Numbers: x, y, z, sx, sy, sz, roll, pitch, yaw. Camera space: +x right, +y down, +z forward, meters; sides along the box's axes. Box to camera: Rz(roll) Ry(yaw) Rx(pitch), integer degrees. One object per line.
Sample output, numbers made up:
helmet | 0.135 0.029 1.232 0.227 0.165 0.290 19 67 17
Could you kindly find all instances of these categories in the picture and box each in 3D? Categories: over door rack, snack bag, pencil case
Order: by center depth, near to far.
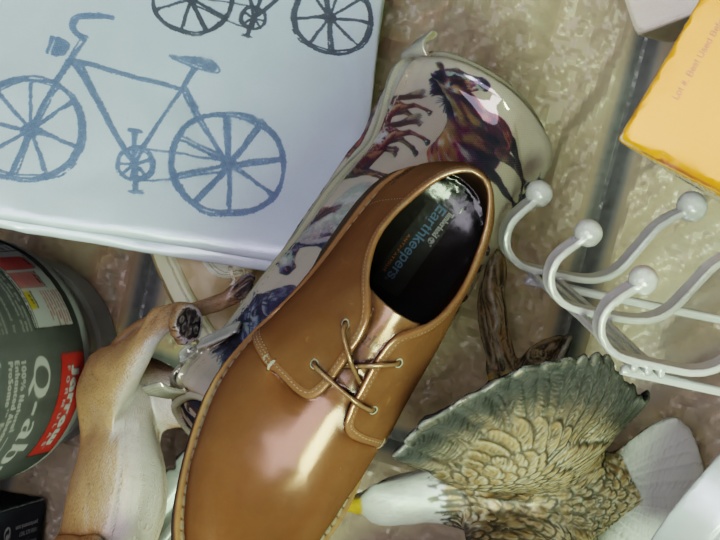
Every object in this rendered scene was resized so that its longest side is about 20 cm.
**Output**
over door rack | 0.165 0.024 1.008 0.200 0.148 0.067 24 99 -17
pencil case | 0.000 0.000 1.058 0.089 0.078 0.200 42 72 -25
snack bag | -0.084 -0.104 1.130 0.188 0.021 0.200 8 74 -1

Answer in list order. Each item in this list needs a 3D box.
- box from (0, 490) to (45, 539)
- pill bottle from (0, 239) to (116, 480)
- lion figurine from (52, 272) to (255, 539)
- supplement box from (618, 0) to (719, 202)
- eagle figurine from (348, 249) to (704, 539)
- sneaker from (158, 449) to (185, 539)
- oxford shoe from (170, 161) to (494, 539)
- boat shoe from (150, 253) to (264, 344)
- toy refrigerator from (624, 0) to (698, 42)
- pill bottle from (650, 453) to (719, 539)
box | -0.268 0.189 1.211 0.200 0.104 0.182 8 94 17
pill bottle | -0.190 0.042 1.128 0.116 0.200 0.116 1 92 18
lion figurine | -0.108 0.095 1.113 0.122 0.072 0.200 -1 65 54
supplement box | 0.187 -0.044 1.008 0.126 0.200 0.074 31 97 15
eagle figurine | 0.061 0.098 1.048 0.151 0.200 0.152 -35 100 8
sneaker | -0.092 0.175 1.170 0.082 0.075 0.200 34 101 15
oxford shoe | -0.011 0.039 0.973 0.071 0.071 0.200 31 76 -9
boat shoe | -0.058 -0.027 1.151 0.066 0.074 0.200 -31 84 22
toy refrigerator | 0.204 -0.163 1.063 0.200 0.076 0.070 -20 87 18
pill bottle | 0.218 0.153 1.038 0.200 0.112 0.112 42 103 15
